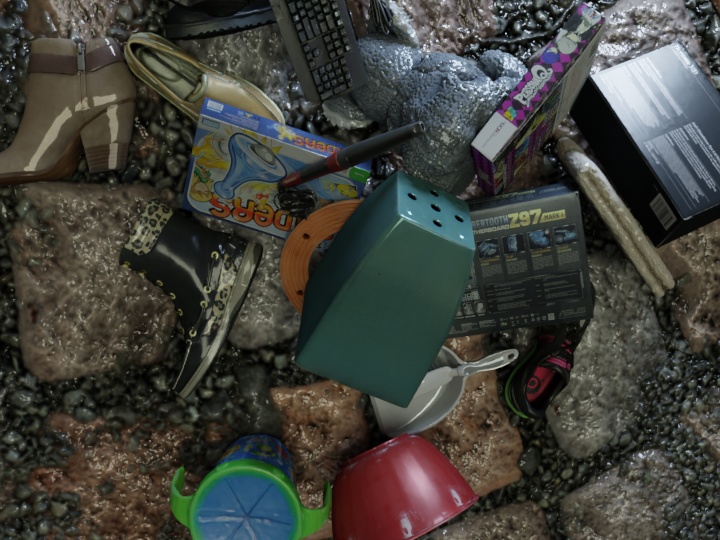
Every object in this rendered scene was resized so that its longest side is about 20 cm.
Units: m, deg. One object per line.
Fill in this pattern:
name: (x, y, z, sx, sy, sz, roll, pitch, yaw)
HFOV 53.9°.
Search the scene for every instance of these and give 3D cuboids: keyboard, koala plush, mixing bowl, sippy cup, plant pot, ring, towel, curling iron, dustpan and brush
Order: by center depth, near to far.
keyboard: (-0.031, -0.281, 0.705, 0.125, 0.021, 0.204, -29, 119, -14)
curling iron: (-0.014, -0.110, 0.754, 0.197, 0.026, 0.050, -27, 117, 30)
plant pot: (0.034, 0.011, 0.762, 0.138, 0.143, 0.202, 21, 125, -13)
koala plush: (0.059, -0.198, 0.797, 0.199, 0.183, 0.179, 40, 117, 12)
ring: (0.000, 0.000, 0.856, 0.194, 0.019, 0.205, 2, 127, 3)
sippy cup: (-0.133, 0.272, 0.869, 0.177, 0.131, 0.140, 41, 98, -10)
towel: (0.312, -0.069, 0.870, 0.034, 0.133, 0.201, -35, 106, 16)
mixing bowl: (0.039, 0.274, 0.885, 0.196, 0.200, 0.111, -24, 77, -3)
dustpan and brush: (0.106, 0.132, 0.914, 0.195, 0.057, 0.143, -20, 107, -7)

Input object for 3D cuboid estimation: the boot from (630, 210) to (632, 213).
boot: (0.463, -0.089, 0.926, 0.197, 0.078, 0.140, 32, 100, 0)

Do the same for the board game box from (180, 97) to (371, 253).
board game box: (-0.099, -0.103, 0.817, 0.194, 0.035, 0.137, 16, 133, -11)

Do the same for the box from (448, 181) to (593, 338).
box: (0.176, -0.009, 0.867, 0.194, 0.051, 0.162, -10, 109, 14)

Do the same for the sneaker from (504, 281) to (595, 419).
sneaker: (0.259, 0.104, 0.922, 0.075, 0.084, 0.205, 19, 98, -12)

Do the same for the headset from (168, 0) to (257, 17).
headset: (-0.129, -0.311, 0.716, 0.195, 0.094, 0.127, 22, 95, -11)

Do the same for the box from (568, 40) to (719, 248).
box: (0.361, -0.150, 0.830, 0.138, 0.079, 0.204, -22, 70, -11)

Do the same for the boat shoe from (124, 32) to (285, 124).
boat shoe: (-0.175, -0.198, 0.798, 0.196, 0.076, 0.073, 25, 96, -13)

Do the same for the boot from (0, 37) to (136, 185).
boot: (-0.346, -0.178, 0.787, 0.194, 0.070, 0.151, -8, 96, -8)

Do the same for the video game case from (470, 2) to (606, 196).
video game case: (0.197, -0.178, 0.801, 0.036, 0.200, 0.183, 39, 94, 12)

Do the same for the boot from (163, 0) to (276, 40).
boot: (-0.136, -0.353, 0.771, 0.195, 0.076, 0.173, -17, 107, -11)

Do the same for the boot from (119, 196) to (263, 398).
boot: (-0.220, 0.031, 0.845, 0.151, 0.074, 0.208, 26, 97, -8)
